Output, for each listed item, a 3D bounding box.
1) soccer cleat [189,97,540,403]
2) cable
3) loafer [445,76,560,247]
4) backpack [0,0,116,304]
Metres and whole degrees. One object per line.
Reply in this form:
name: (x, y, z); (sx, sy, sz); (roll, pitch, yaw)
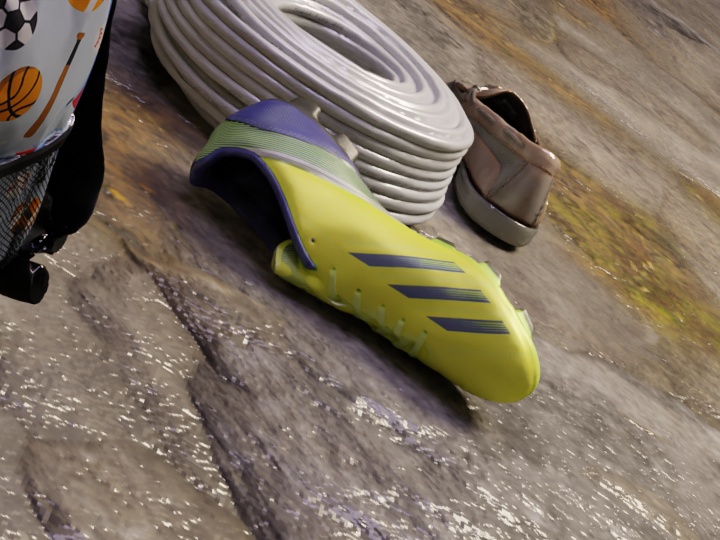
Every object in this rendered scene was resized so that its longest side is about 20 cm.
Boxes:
soccer cleat: (-0.001, 0.000, 1.056); (0.200, 0.065, 0.084); (44, 49, 10)
cable: (-0.026, -0.110, 1.232); (0.200, 0.069, 0.200); (30, 19, -17)
loafer: (0.091, -0.082, 1.381); (0.072, 0.063, 0.200); (29, 20, -19)
backpack: (-0.178, -0.094, 0.741); (0.200, 0.191, 0.154); (39, 35, 9)
